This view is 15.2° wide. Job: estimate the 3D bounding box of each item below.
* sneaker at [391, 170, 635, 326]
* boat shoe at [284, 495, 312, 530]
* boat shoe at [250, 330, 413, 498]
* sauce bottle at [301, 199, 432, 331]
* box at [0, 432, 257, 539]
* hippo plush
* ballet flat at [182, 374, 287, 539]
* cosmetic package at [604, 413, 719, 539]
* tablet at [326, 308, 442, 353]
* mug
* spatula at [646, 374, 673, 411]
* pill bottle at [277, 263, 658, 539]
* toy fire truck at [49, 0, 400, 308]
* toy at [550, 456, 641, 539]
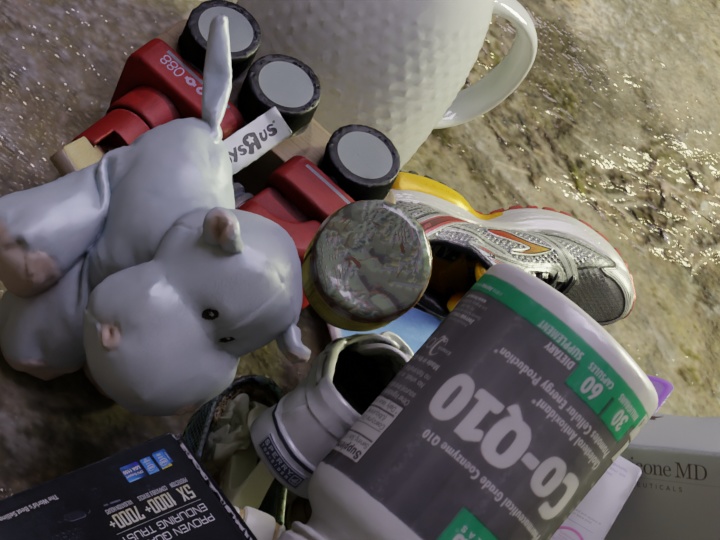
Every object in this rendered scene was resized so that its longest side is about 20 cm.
[{"bbox_3d":[0.082,0.006,1.683,0.199,0.078,0.082,12,37,-22],"label":"sneaker"},{"bbox_3d":[0.052,0.162,1.478,0.199,0.068,0.072,28,35,-19],"label":"boat shoe"},{"bbox_3d":[0.006,0.067,1.452,0.074,0.065,0.200,48,21,-2],"label":"boat shoe"},{"bbox_3d":[0.000,0.000,1.437,0.065,0.065,0.200,39,-4,-1],"label":"sauce bottle"},{"bbox_3d":[-0.125,0.186,1.240,0.199,0.086,0.164,-19,65,-45],"label":"box"},{"bbox_3d":[-0.083,0.011,1.393,0.161,0.200,0.160,42,-13,49],"label":"hippo plush"},{"bbox_3d":[-0.066,0.130,1.399,0.074,0.074,0.201,25,37,-22],"label":"ballet flat"},{"bbox_3d":[0.184,0.185,1.456,0.071,0.101,0.202,-16,106,-52],"label":"cosmetic package"},{"bbox_3d":[0.042,0.082,1.583,0.129,0.014,0.201,22,29,-26],"label":"tablet"},{"bbox_3d":[0.021,-0.145,1.701,0.199,0.176,0.148,14,42,-34],"label":"mug"},{"bbox_3d":[0.138,0.092,1.652,0.056,0.021,0.200,14,15,21],"label":"spatula"},{"bbox_3d":[0.046,0.105,1.341,0.113,0.200,0.113,39,-8,7],"label":"pill bottle"},{"bbox_3d":[-0.094,-0.049,1.550,0.176,0.129,0.200,42,51,10],"label":"toy fire truck"},{"bbox_3d":[0.048,0.163,1.411,0.115,0.047,0.201,31,70,6],"label":"toy"}]
